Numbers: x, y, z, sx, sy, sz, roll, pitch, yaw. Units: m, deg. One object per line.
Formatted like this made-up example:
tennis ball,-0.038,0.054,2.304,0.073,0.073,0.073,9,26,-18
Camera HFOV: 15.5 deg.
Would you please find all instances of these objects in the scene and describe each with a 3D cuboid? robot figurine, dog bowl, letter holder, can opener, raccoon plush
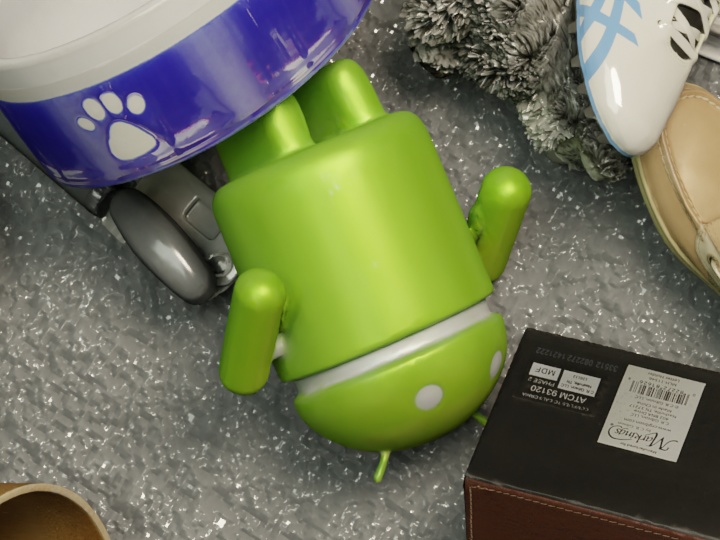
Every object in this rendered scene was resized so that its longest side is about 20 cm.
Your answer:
robot figurine,0.000,0.000,1.312,0.175,0.116,0.201,-23,91,-31
dog bowl,-0.094,-0.132,1.315,0.200,0.200,0.079,-30,116,5
letter holder,0.160,0.130,1.281,0.199,0.142,0.101,13,50,15
can opener,-0.136,-0.057,1.395,0.200,0.066,0.053,40,90,21
raccoon plush,0.093,-0.128,1.299,0.134,0.200,0.097,38,72,27

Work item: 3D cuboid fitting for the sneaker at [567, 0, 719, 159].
sneaker,0.155,-0.145,1.279,0.072,0.072,0.201,-4,56,41

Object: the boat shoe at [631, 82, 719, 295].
boat shoe,0.203,-0.009,1.286,0.071,0.065,0.200,-33,88,-16

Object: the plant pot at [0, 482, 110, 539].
plant pot,-0.250,0.184,1.321,0.199,0.186,0.187,7,80,28

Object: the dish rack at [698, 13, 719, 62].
dish rack,0.248,-0.190,1.349,0.171,0.044,0.201,23,85,15
